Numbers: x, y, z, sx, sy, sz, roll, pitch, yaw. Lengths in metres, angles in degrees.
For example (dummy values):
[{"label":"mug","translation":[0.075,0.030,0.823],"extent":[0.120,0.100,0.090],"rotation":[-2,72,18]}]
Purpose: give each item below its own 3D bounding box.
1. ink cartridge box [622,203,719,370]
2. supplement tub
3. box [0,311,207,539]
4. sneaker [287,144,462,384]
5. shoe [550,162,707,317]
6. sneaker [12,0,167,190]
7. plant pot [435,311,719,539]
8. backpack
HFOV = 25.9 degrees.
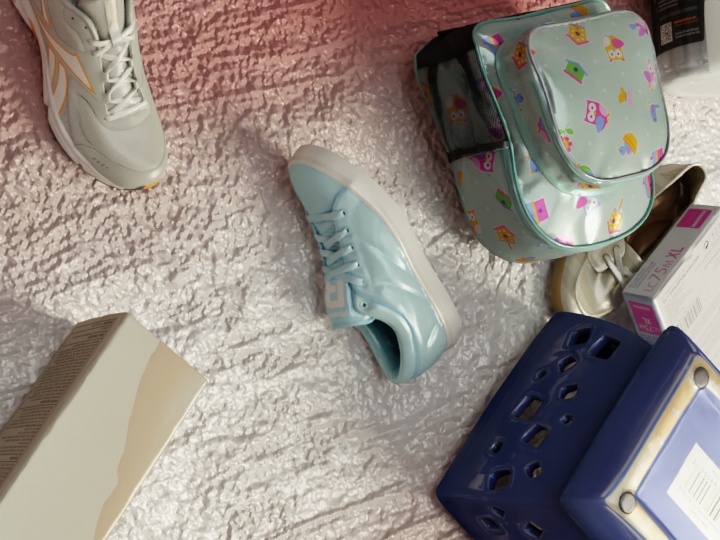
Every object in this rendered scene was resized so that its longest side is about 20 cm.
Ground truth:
[{"label":"ink cartridge box","translation":[0.299,0.057,1.364],"extent":[0.119,0.042,0.201],"rotation":[-47,126,-28]},{"label":"supplement tub","translation":[0.318,-0.262,1.393],"extent":[0.122,0.122,0.202],"rotation":[0,84,-32]},{"label":"box","translation":[-0.197,0.132,1.030],"extent":[0.078,0.095,0.201],"rotation":[42,65,-21]},{"label":"sneaker","translation":[0.000,0.000,1.185],"extent":[0.082,0.074,0.201],"rotation":[-46,107,-31]},{"label":"shoe","translation":[0.233,-0.028,1.348],"extent":[0.200,0.053,0.070],"rotation":[-47,108,-28]},{"label":"sneaker","translation":[-0.182,-0.151,1.078],"extent":[0.075,0.092,0.201],"rotation":[-29,99,-31]},{"label":"plant pot","translation":[0.213,0.165,1.228],"extent":[0.200,0.179,0.200],"rotation":[46,65,-20]},{"label":"backpack","translation":[0.157,-0.109,1.257],"extent":[0.175,0.153,0.202],"rotation":[-17,99,-38]}]
